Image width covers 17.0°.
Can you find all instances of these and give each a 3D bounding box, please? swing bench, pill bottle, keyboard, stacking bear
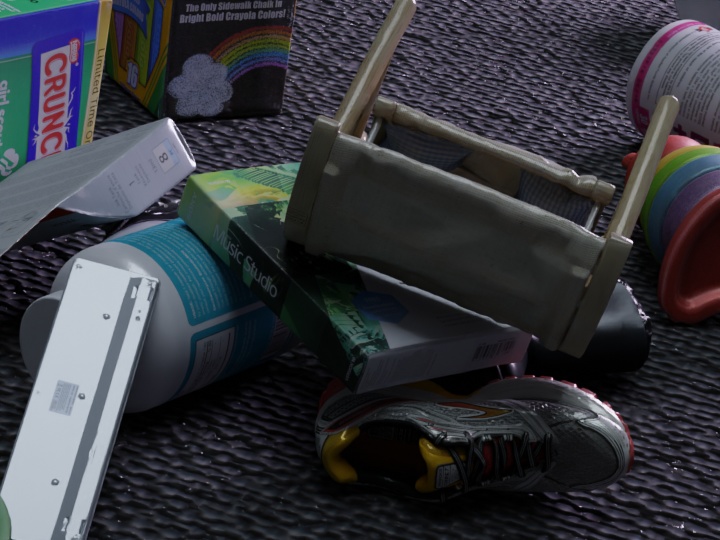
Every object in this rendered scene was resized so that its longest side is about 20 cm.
[{"bbox_3d":[0.072,-0.048,1.500,0.199,0.130,0.200,23,35,4],"label":"swing bench"},{"bbox_3d":[0.335,-0.133,2.076,0.113,0.114,0.200,-12,30,-38],"label":"pill bottle"},{"bbox_3d":[-0.168,0.078,1.428,0.056,0.011,0.200,11,54,3],"label":"keyboard"},{"bbox_3d":[0.263,-0.046,1.871,0.121,0.114,0.200,2,20,-14],"label":"stacking bear"},{"bbox_3d":[-0.126,0.026,1.561,0.111,0.111,0.200,24,27,32],"label":"pill bottle"}]

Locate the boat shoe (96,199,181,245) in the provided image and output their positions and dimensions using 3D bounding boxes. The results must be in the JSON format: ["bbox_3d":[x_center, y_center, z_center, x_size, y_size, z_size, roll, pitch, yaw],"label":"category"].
[{"bbox_3d":[-0.148,-0.016,1.696,0.068,0.074,0.199,18,24,24],"label":"boat shoe"}]

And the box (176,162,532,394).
[{"bbox_3d":[-0.004,-0.002,1.534,0.144,0.036,0.200,-9,39,-41],"label":"box"}]

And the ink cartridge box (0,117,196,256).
[{"bbox_3d":[-0.229,-0.027,1.658,0.160,0.047,0.200,-13,23,42],"label":"ink cartridge box"}]

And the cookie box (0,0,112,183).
[{"bbox_3d":[-0.285,-0.118,1.761,0.075,0.171,0.200,28,30,32],"label":"cookie box"}]

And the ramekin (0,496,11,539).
[{"bbox_3d":[-0.279,0.164,1.212,0.200,0.098,0.200,7,23,-3],"label":"ramekin"}]

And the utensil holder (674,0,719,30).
[{"bbox_3d":[0.438,-0.301,2.427,0.200,0.170,0.170,-6,27,-26],"label":"utensil holder"}]

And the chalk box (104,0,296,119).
[{"bbox_3d":[-0.133,-0.245,2.059,0.125,0.200,0.124,-6,27,-30],"label":"chalk box"}]

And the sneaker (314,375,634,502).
[{"bbox_3d":[0.069,0.114,1.489,0.200,0.078,0.082,2,27,8],"label":"sneaker"}]

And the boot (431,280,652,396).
[{"bbox_3d":[0.123,0.050,1.633,0.168,0.077,0.200,-3,20,-17],"label":"boot"}]
